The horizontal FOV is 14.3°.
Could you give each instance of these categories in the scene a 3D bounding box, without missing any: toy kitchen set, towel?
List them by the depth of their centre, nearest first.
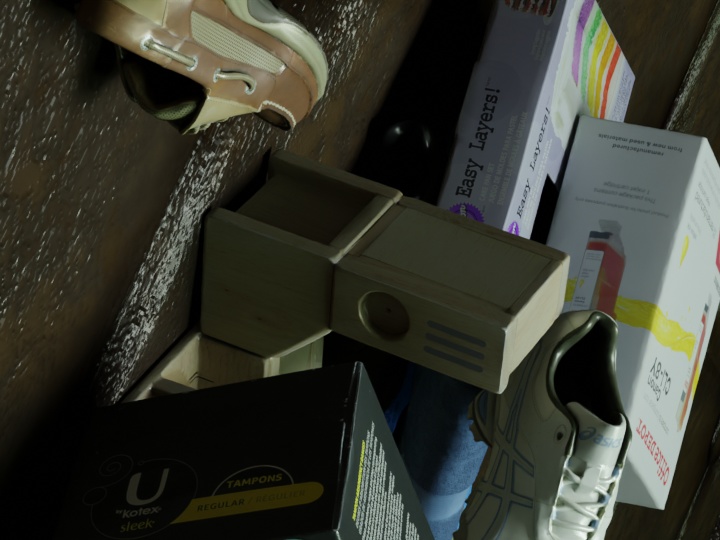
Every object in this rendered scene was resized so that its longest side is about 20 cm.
[{"bbox_3d":[-0.016,0.081,1.501,0.163,0.180,0.200,-47,150,-48],"label":"toy kitchen set"},{"bbox_3d":[0.047,0.088,1.652,0.200,0.048,0.112,108,-6,-47],"label":"towel"}]

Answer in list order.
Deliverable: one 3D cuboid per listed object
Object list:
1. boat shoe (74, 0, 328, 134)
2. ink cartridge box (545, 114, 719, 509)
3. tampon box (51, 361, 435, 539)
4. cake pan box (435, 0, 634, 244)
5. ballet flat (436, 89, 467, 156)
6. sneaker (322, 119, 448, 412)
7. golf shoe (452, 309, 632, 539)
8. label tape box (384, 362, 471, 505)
[{"bbox_3d":[-0.078,-0.101,1.276,0.074,0.076,0.200,-60,155,-6],"label":"boat shoe"},{"bbox_3d":[0.159,0.029,1.739,0.145,0.083,0.201,52,53,-65],"label":"ink cartridge box"},{"bbox_3d":[-0.044,0.169,1.417,0.126,0.149,0.200,-81,155,-52],"label":"tampon box"},{"bbox_3d":[0.104,-0.065,1.734,0.184,0.052,0.201,48,55,-63],"label":"cake pan box"},{"bbox_3d":[0.051,-0.027,1.782,0.200,0.068,0.068,-58,173,-29],"label":"ballet flat"},{"bbox_3d":[0.000,0.000,1.663,0.091,0.076,0.200,69,37,-58],"label":"sneaker"},{"bbox_3d":[0.100,0.112,1.482,0.097,0.078,0.201,-41,-136,54],"label":"golf shoe"},{"bbox_3d":[0.040,0.125,1.880,0.200,0.063,0.144,93,8,-49],"label":"label tape box"}]
